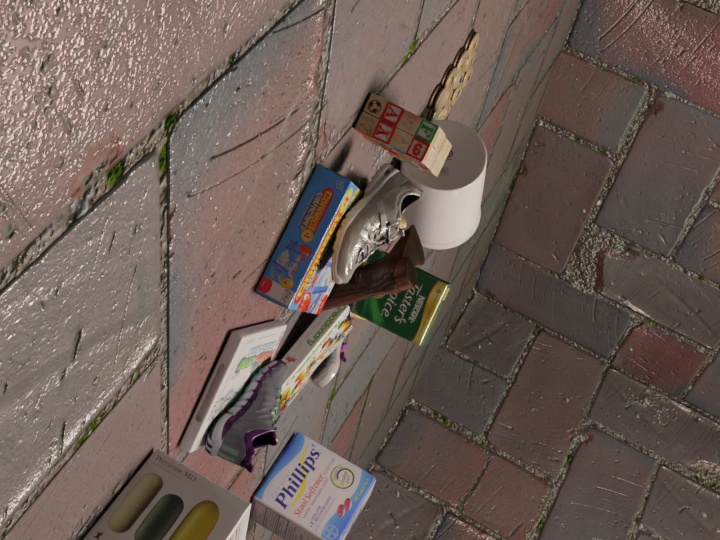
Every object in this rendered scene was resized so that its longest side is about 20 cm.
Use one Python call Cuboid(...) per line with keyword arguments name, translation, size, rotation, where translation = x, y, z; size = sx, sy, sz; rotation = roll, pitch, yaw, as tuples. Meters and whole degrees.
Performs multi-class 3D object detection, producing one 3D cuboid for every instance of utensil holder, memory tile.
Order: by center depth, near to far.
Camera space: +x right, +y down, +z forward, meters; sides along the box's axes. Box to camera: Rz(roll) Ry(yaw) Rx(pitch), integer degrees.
Cuboid(name="utensil holder", translation=(0.153, -0.163, 1.854), size=(0.171, 0.169, 0.201), rotation=(-58, 165, -25))
Cuboid(name="memory tile", translation=(0.179, -0.358, 1.911), size=(0.201, 0.017, 0.154), rotation=(-58, 167, -24))

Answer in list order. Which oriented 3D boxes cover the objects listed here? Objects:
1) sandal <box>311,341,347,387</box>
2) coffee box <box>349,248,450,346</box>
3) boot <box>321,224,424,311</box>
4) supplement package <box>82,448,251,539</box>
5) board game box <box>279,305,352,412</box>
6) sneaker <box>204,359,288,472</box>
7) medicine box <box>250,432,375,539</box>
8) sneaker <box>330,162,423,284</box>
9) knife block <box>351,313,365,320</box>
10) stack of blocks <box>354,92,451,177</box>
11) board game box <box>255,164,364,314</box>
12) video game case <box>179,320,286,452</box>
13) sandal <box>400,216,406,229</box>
Cuboid(name="sandal", translation=(-0.052, 0.161, 1.825), size=(0.082, 0.050, 0.203), rotation=(-37, -163, 25))
Cuboid(name="coffee box", translation=(0.046, 0.035, 1.726), size=(0.124, 0.199, 0.044), rotation=(-63, 168, 4))
Cuboid(name="boot", translation=(0.000, 0.000, 1.604), size=(0.187, 0.198, 0.065), rotation=(-63, 133, -63))
Cuboid(name="supplement package", translation=(-0.257, 0.370, 1.239), size=(0.200, 0.151, 0.152), rotation=(-53, 164, -42))
Cuboid(name="board game box", translation=(-0.090, 0.146, 1.701), size=(0.200, 0.034, 0.126), rotation=(-50, 165, -14))
Cuboid(name="sneaker", translation=(-0.144, 0.217, 1.449), size=(0.200, 0.087, 0.075), rotation=(-51, 164, -44))
Cuboid(name="medicine box", translation=(-0.099, 0.474, 2.044), size=(0.183, 0.199, 0.103), rotation=(-54, 168, -38))
Cuboid(name="sneaker", translation=(0.022, -0.063, 1.417), size=(0.201, 0.081, 0.075), rotation=(-60, 168, -18))
Cuboid(name="knife block", translation=(0.014, 0.042, 1.988), size=(0.198, 0.176, 0.065), rotation=(15, 106, -32))
Cuboid(name="stack of blocks", translation=(0.070, -0.205, 1.518), size=(0.059, 0.114, 0.200), rotation=(-63, 169, 4))
Cuboid(name="board game box", translation=(-0.062, -0.039, 1.444), size=(0.202, 0.055, 0.196), rotation=(-64, 169, 1))
Cuboid(name="video game case", translation=(-0.182, 0.165, 1.439), size=(0.184, 0.024, 0.200), rotation=(-65, 169, 7))
Cuboid(name="sandal", translation=(0.043, -0.090, 1.585), size=(0.078, 0.069, 0.212), rotation=(-60, -169, 14))
